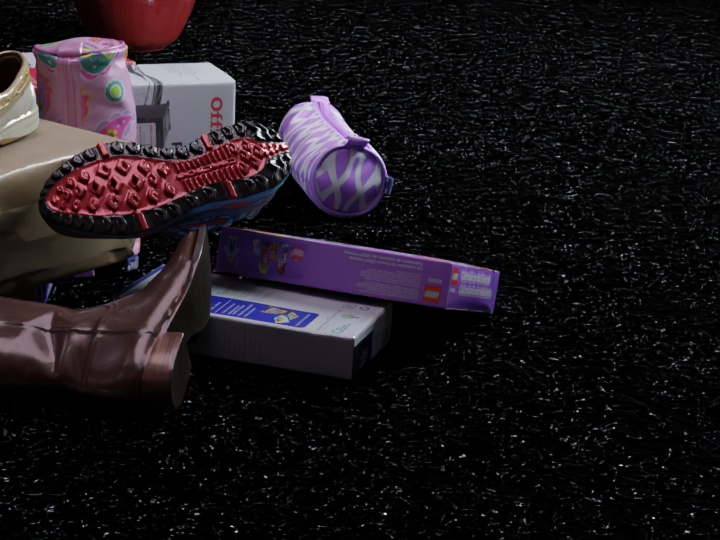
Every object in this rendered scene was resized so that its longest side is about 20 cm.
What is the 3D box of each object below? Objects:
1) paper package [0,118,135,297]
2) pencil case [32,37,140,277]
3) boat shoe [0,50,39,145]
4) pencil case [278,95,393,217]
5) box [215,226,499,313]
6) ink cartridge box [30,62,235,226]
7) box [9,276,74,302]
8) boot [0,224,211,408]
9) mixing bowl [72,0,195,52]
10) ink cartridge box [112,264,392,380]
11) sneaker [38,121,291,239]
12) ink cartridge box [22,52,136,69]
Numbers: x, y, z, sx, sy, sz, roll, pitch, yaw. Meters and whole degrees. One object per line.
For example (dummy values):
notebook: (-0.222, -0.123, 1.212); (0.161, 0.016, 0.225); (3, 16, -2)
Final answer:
paper package: (-0.310, -0.059, 1.367); (0.199, 0.104, 0.190); (16, 22, 33)
pencil case: (-0.235, -0.099, 1.478); (0.087, 0.201, 0.087); (0, 13, 0)
boat shoe: (-0.303, -0.121, 1.285); (0.073, 0.069, 0.200); (7, 20, 11)
pencil case: (-0.032, -0.118, 1.759); (0.084, 0.086, 0.200); (0, 17, -16)
box: (0.000, 0.000, 1.402); (0.199, 0.039, 0.137); (9, 1, 20)
ink cartridge box: (-0.221, -0.114, 1.612); (0.199, 0.146, 0.083); (-5, 18, -23)
box: (-0.330, 0.008, 1.388); (0.199, 0.042, 0.119); (5, 17, -4)
boot: (-0.215, 0.026, 1.250); (0.199, 0.064, 0.187); (2, 37, 8)
mixing bowl: (-0.329, -0.379, 2.493); (0.199, 0.109, 0.200); (2, 17, -1)
ink cartridge box: (-0.084, 0.039, 1.332); (0.199, 0.039, 0.099); (10, 19, 17)
sneaker: (-0.151, -0.049, 1.326); (0.199, 0.096, 0.080); (-10, 64, -23)
ink cartridge box: (-0.323, -0.133, 1.655); (0.199, 0.145, 0.084); (-6, 18, -28)
